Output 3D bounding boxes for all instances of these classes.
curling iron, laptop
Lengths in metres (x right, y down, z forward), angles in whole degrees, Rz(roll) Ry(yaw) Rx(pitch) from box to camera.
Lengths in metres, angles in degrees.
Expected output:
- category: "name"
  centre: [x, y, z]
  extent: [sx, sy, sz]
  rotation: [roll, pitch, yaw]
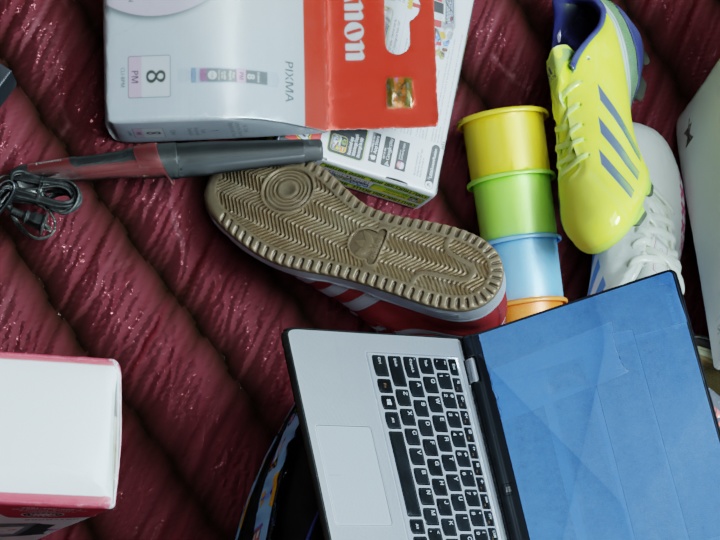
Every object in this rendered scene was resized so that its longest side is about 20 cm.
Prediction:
- category: "curling iron"
  centre: [-0.120, -0.056, 1.684]
  extent: [0.199, 0.026, 0.050]
  rotation: [-10, 66, -10]
- category: "laptop"
  centre: [0.084, 0.101, 1.512]
  extent: [0.199, 0.116, 0.188]
  rotation: [5, 62, -37]

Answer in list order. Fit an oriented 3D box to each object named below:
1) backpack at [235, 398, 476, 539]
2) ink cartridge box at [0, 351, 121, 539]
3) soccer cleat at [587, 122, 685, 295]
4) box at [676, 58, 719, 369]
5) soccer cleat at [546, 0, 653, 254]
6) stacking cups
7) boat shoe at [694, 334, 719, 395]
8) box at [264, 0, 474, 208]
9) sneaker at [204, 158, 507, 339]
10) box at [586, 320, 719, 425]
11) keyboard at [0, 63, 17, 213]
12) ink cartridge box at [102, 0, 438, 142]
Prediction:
- category: "backpack"
  centre: [-0.001, 0.150, 1.615]
  extent: [0.134, 0.183, 0.201]
  rotation: [21, 66, -7]
- category: "ink cartridge box"
  centre: [-0.224, 0.098, 1.535]
  extent: [0.147, 0.200, 0.086]
  rotation: [3, 77, -19]
- category: "soccer cleat"
  centre: [0.178, -0.005, 1.762]
  extent: [0.069, 0.086, 0.201]
  rotation: [13, 70, -16]
- category: "box"
  centre: [0.300, -0.063, 1.734]
  extent: [0.130, 0.199, 0.201]
  rotation: [8, 55, -17]
- category: "soccer cleat"
  centre: [0.138, -0.094, 1.750]
  extent: [0.084, 0.064, 0.201]
  rotation: [42, 37, -33]
- category: "stacking cups"
  centre: [0.101, 0.001, 1.749]
  extent: [0.060, 0.060, 0.202]
  rotation: [-3, 78, -20]
- category: "boat shoe"
  centre: [0.282, 0.089, 1.794]
  extent: [0.199, 0.073, 0.065]
  rotation: [28, 48, -9]
- category: "box"
  centre: [0.012, -0.151, 1.769]
  extent: [0.109, 0.035, 0.201]
  rotation: [17, 72, -15]
- category: "sneaker"
  centre: [0.000, 0.000, 1.719]
  extent: [0.199, 0.113, 0.072]
  rotation: [23, 70, 19]
- category: "box"
  centre: [0.180, 0.105, 1.667]
  extent: [0.200, 0.136, 0.038]
  rotation: [38, 67, -22]
- category: "keyboard"
  centre: [-0.266, -0.045, 1.639]
  extent: [0.127, 0.021, 0.201]
  rotation: [32, 69, 4]
- category: "ink cartridge box"
  centre: [-0.056, -0.165, 1.708]
  extent: [0.198, 0.057, 0.164]
  rotation: [-3, 76, 6]
